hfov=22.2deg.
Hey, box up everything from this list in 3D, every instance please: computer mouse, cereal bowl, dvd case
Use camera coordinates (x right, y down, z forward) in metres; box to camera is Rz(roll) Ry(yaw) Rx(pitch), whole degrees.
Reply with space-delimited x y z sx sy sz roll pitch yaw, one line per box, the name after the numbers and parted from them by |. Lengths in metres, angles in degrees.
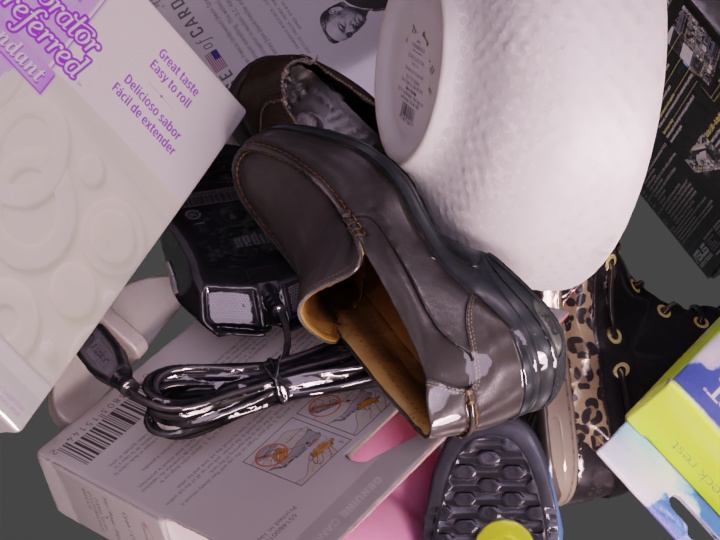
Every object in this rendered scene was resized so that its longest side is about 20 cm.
-0.078 0.015 0.881 0.139 0.046 0.200 -14 41 -22 | computer mouse
0.060 -0.092 0.839 0.082 0.200 0.202 4 73 -19 | cereal bowl
-0.022 -0.152 1.018 0.199 0.025 0.151 -32 79 -10 | dvd case

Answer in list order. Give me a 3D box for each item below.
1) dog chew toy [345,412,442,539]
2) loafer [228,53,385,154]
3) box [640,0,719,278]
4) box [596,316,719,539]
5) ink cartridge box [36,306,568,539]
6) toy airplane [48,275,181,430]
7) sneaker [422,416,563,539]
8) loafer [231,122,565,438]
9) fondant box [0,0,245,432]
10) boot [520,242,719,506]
-0.019 0.153 0.888 0.124 0.125 0.201 28 62 5 | dog chew toy
0.015 -0.038 0.951 0.199 0.071 0.073 36 75 -8 | loafer
0.181 -0.108 0.925 0.086 0.200 0.164 -35 78 -13 | box
0.213 0.065 0.866 0.122 0.048 0.200 47 51 7 | box
-0.023 0.068 0.868 0.175 0.045 0.200 19 47 39 | ink cartridge box
-0.188 -0.010 0.926 0.199 0.140 0.201 3 83 -40 | toy airplane
0.072 0.161 0.885 0.065 0.078 0.202 -7 97 12 | sneaker
0.000 0.000 0.814 0.072 0.073 0.200 -25 47 -33 | loafer
-0.160 -0.049 0.826 0.144 0.058 0.201 48 57 -26 | fondant box
0.145 0.020 0.931 0.149 0.073 0.202 3 81 -21 | boot
